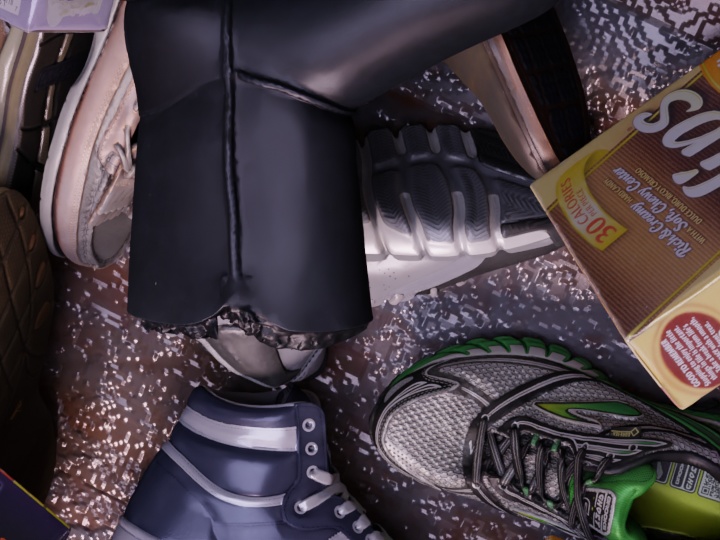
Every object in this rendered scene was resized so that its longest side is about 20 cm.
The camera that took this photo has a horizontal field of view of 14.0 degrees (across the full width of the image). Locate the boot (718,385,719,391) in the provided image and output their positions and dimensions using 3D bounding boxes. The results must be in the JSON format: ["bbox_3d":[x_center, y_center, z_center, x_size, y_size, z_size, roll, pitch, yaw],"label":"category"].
[{"bbox_3d":[0.178,0.046,1.225,0.200,0.166,0.072,40,111,2],"label":"boot"}]

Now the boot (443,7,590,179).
[{"bbox_3d":[0.023,-0.113,1.278,0.097,0.075,0.200,-28,86,26],"label":"boot"}]

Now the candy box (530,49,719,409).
[{"bbox_3d":[0.180,-0.046,1.199,0.200,0.115,0.055,-35,129,6],"label":"candy box"}]

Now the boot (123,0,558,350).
[{"bbox_3d":[-0.005,-0.055,1.209,0.200,0.076,0.168,-3,97,12],"label":"boot"}]

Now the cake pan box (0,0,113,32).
[{"bbox_3d":[-0.162,-0.211,1.207,0.200,0.052,0.184,25,110,37],"label":"cake pan box"}]

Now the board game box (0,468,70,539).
[{"bbox_3d":[-0.224,0.109,1.350,0.165,0.057,0.200,41,156,2],"label":"board game box"}]

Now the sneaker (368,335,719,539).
[{"bbox_3d":[0.099,0.082,1.301,0.200,0.085,0.078,9,108,14],"label":"sneaker"}]

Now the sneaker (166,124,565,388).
[{"bbox_3d":[0.000,0.000,1.324,0.200,0.075,0.116,-2,134,-1],"label":"sneaker"}]

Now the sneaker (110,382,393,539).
[{"bbox_3d":[-0.006,0.121,1.350,0.200,0.070,0.109,23,91,-7],"label":"sneaker"}]

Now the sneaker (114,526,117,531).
[{"bbox_3d":[-0.093,0.220,1.376,0.078,0.116,0.200,-6,104,17],"label":"sneaker"}]

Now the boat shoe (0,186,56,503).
[{"bbox_3d":[-0.184,0.044,1.353,0.068,0.072,0.200,17,131,15],"label":"boat shoe"}]

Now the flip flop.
[{"bbox_3d":[-0.147,-0.115,1.326,0.058,0.081,0.200,29,117,22],"label":"flip flop"}]

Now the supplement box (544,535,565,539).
[{"bbox_3d":[0.151,0.216,1.306,0.200,0.074,0.126,21,111,-8],"label":"supplement box"}]

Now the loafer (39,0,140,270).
[{"bbox_3d":[-0.091,-0.076,1.298,0.063,0.072,0.200,29,125,16],"label":"loafer"}]
